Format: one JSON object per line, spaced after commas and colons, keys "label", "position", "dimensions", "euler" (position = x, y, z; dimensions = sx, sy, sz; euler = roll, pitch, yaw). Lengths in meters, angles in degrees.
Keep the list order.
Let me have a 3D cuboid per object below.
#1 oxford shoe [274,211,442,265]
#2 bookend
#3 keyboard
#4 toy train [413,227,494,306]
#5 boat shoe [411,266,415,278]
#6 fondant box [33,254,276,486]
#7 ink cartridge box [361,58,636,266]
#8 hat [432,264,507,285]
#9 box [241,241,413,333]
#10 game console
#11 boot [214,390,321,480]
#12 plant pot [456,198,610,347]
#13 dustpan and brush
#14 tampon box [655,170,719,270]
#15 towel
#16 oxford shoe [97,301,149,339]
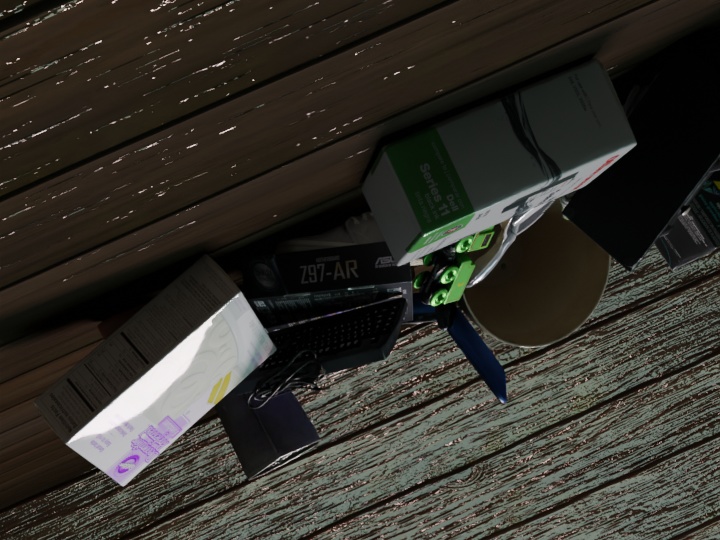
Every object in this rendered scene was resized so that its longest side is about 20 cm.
{"label": "oxford shoe", "position": [0.006, -0.033, 1.178], "dimensions": [0.199, 0.058, 0.075], "euler": [-4, 172, -24]}
{"label": "bookend", "position": [0.325, -0.116, 1.139], "dimensions": [0.199, 0.092, 0.200], "euler": [-14, 142, -54]}
{"label": "keyboard", "position": [-0.052, 0.074, 1.132], "dimensions": [0.200, 0.040, 0.104], "euler": [-18, -143, 33]}
{"label": "toy train", "position": [0.108, -0.046, 1.136], "dimensions": [0.056, 0.042, 0.200], "euler": [-12, 137, -39]}
{"label": "boat shoe", "position": [0.000, 0.000, 1.317], "dimensions": [0.074, 0.069, 0.200], "euler": [-29, 171, 39]}
{"label": "fondant box", "position": [-0.182, 0.096, 1.070], "dimensions": [0.200, 0.058, 0.144], "euler": [-41, 154, -9]}
{"label": "ink cartridge box", "position": [0.113, -0.089, 0.985], "dimensions": [0.200, 0.083, 0.147], "euler": [-24, 174, -10]}
{"label": "hat", "position": [0.197, -0.082, 1.541], "dimensions": [0.199, 0.177, 0.166], "euler": [4, -162, -27]}
{"label": "box", "position": [-0.027, 0.022, 1.172], "dimensions": [0.160, 0.044, 0.200], "euler": [-7, 167, 2]}
{"label": "game console", "position": [0.081, 0.090, 1.365], "dimensions": [0.170, 0.119, 0.200], "euler": [-6, -177, 7]}
{"label": "boot", "position": [-0.164, 0.149, 1.343], "dimensions": [0.181, 0.200, 0.073], "euler": [-22, 174, -12]}
{"label": "plant pot", "position": [0.181, -0.019, 1.401], "dimensions": [0.200, 0.201, 0.134], "euler": [-22, -165, -16]}
{"label": "dustpan and brush", "position": [0.174, -0.062, 1.277], "dimensions": [0.200, 0.057, 0.139], "euler": [-43, 165, 22]}
{"label": "tampon box", "position": [0.420, -0.123, 1.343], "dimensions": [0.200, 0.150, 0.126], "euler": [-34, 175, -12]}
{"label": "towel", "position": [0.259, -0.122, 1.239], "dimensions": [0.149, 0.031, 0.200], "euler": [-52, 172, 4]}
{"label": "oxford shoe", "position": [-0.184, 0.067, 1.191], "dimensions": [0.071, 0.074, 0.200], "euler": [-29, 171, 35]}
